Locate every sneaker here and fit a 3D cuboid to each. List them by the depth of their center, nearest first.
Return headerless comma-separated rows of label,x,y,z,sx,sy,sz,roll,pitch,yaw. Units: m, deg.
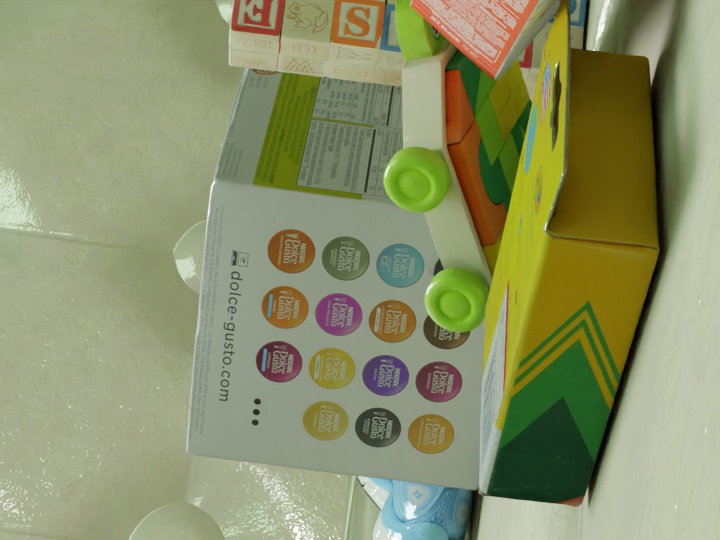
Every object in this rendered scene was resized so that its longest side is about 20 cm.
sneaker,0.052,0.136,1.481,0.200,0.078,0.090,-110,41,-71

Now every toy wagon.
toy wagon,0.055,-0.069,1.092,0.155,0.039,0.201,-59,-46,-56

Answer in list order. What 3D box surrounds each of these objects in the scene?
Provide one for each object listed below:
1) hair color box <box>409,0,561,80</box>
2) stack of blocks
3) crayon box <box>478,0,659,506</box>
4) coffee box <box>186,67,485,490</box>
hair color box,0.085,-0.164,0.953,0.111,0.064,0.200,-49,-1,-7
stack of blocks,0.029,-0.168,1.215,0.059,0.199,0.116,104,172,-75
crayon box,0.093,-0.007,0.935,0.200,0.051,0.127,99,178,-45
coffee box,0.000,0.000,1.406,0.200,0.197,0.200,-82,0,-63
